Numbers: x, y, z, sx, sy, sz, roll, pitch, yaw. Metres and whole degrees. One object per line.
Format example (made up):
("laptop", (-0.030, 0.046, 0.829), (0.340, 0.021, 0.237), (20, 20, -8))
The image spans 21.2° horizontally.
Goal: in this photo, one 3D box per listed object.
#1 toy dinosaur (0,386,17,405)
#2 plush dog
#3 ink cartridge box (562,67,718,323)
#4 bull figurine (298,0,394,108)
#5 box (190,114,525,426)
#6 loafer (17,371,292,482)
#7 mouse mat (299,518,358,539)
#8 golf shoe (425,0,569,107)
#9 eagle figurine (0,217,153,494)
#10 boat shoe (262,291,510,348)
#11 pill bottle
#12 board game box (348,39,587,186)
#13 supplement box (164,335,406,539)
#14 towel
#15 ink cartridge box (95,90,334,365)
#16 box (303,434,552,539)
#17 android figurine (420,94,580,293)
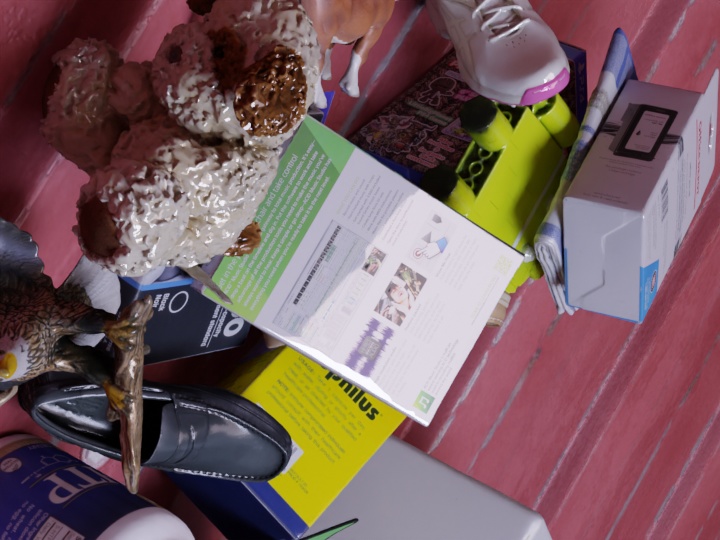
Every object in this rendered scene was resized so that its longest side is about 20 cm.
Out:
("toy dinosaur", (-0.274, 0.075, 1.217), (0.101, 0.058, 0.200), (-27, 126, -25))
("plush dog", (-0.086, -0.094, 1.174), (0.160, 0.200, 0.172), (22, 117, -33))
("ink cartridge box", (0.226, -0.069, 1.538), (0.116, 0.068, 0.200), (84, 28, -41))
("bull figurine", (-0.014, -0.186, 1.388), (0.200, 0.065, 0.122), (-19, 129, -60))
("box", (0.000, 0.000, 1.350), (0.200, 0.036, 0.144), (32, 85, -22))
("loafer", (-0.139, 0.110, 1.317), (0.200, 0.070, 0.068), (20, 113, -20))
("mouse mat", (-0.110, 0.245, 1.479), (0.200, 0.008, 0.161), (-35, 166, 33))
("golf shoe", (0.092, -0.197, 1.450), (0.075, 0.200, 0.092), (-28, 132, -6))
("eagle figurine", (-0.224, 0.042, 1.136), (0.151, 0.200, 0.152), (106, -12, -68))
("boat shoe", (0.016, 0.036, 1.419), (0.200, 0.074, 0.069), (4, 82, -21))
("pill bottle", (-0.179, 0.200, 1.285), (0.120, 0.200, 0.120), (-35, 138, -40))
("board game box", (0.095, -0.084, 1.600), (0.200, 0.097, 0.160), (-42, 142, -32))
("supplement box", (-0.043, 0.104, 1.470), (0.110, 0.109, 0.200), (48, 62, -9))
("towel", (0.186, -0.077, 1.560), (0.147, 0.024, 0.200), (60, 47, -62))
("ink cartridge box", (-0.096, -0.031, 1.380), (0.200, 0.043, 0.198), (-13, 130, -53))
("box", (0.036, 0.267, 1.634), (0.200, 0.199, 0.171), (-57, 157, -15))
("android figurine", (0.115, -0.055, 1.519), (0.182, 0.041, 0.200), (-60, 146, -10))
